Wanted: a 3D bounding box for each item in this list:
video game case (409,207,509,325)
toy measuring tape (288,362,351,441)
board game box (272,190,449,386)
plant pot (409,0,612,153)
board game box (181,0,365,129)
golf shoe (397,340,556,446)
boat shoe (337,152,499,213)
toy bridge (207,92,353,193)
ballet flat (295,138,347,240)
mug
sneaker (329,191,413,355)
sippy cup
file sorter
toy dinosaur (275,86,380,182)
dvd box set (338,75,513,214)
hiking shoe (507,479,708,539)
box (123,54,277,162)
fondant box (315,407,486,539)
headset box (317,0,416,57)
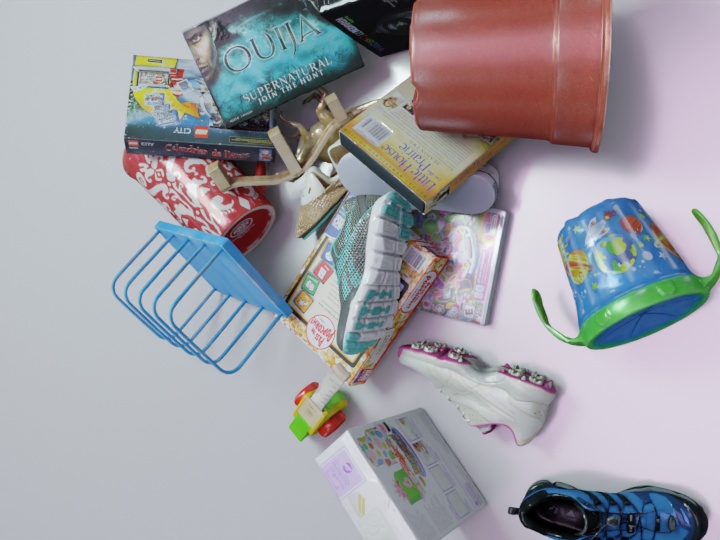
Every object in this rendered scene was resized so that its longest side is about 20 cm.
[{"bbox_3d":[0.081,-0.021,0.980,0.199,0.018,0.144,12,94,28],"label":"video game case"},{"bbox_3d":[-0.039,0.161,0.984,0.074,0.073,0.200,54,142,19],"label":"toy measuring tape"},{"bbox_3d":[-0.004,0.022,0.987,0.151,0.046,0.201,40,105,23],"label":"board game box"},{"bbox_3d":[0.157,-0.226,0.821,0.194,0.201,0.202,1,88,12],"label":"plant pot"},{"bbox_3d":[-0.111,-0.285,0.988,0.199,0.028,0.136,-24,100,3],"label":"board game box"},{"bbox_3d":[0.128,0.144,0.920,0.199,0.075,0.092,17,99,28],"label":"golf shoe"},{"bbox_3d":[0.072,-0.115,0.950,0.199,0.065,0.074,14,127,11],"label":"boat shoe"},{"bbox_3d":[-0.097,-0.155,1.003,0.199,0.067,0.027,-29,30,3],"label":"toy bridge"},{"bbox_3d":[-0.030,-0.127,1.011,0.065,0.071,0.200,43,103,-16],"label":"ballet flat"},{"bbox_3d":[-0.211,-0.133,1.077,0.200,0.133,0.178,46,110,18],"label":"mug"},{"bbox_3d":[0.000,0.000,0.929,0.091,0.077,0.201,16,92,41],"label":"sneaker"},{"bbox_3d":[0.278,-0.002,0.822,0.177,0.140,0.131,-15,66,-13],"label":"sippy cup"},{"bbox_3d":[-0.217,0.035,1.006,0.199,0.139,0.123,15,60,51],"label":"file sorter"},{"bbox_3d":[-0.042,-0.200,1.042,0.200,0.058,0.101,-35,89,13],"label":"toy dinosaur"},{"bbox_3d":[0.095,-0.173,0.911,0.200,0.029,0.146,-41,67,-18],"label":"dvd box set"},{"bbox_3d":[0.268,0.275,0.832,0.199,0.087,0.075,-5,86,27],"label":"hiking shoe"},{"bbox_3d":[-0.213,-0.220,1.046,0.198,0.038,0.137,3,65,-9],"label":"box"},{"bbox_3d":[0.052,0.244,0.882,0.058,0.200,0.145,-42,70,19],"label":"fondant box"},{"bbox_3d":[0.073,-0.344,0.911,0.199,0.174,0.093,-8,84,26],"label":"headset box"}]
